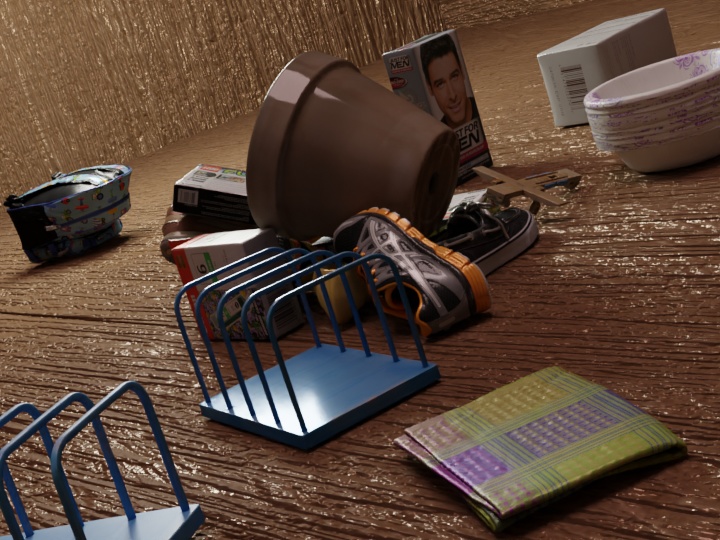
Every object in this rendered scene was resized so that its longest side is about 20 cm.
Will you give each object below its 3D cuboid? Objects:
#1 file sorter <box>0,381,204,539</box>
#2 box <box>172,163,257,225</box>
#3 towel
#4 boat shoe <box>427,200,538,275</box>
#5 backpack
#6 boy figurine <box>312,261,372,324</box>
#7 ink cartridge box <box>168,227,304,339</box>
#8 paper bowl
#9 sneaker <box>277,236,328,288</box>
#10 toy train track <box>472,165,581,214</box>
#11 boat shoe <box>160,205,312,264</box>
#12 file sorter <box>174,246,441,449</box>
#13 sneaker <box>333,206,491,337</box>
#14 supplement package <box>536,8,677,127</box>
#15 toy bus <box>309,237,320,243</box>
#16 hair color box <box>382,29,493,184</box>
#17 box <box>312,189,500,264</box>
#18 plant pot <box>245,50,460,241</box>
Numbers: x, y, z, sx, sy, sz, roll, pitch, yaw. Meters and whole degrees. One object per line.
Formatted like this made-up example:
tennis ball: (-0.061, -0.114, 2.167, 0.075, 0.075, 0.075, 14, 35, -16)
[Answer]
file sorter: (-0.238, 0.166, 0.951, 0.199, 0.124, 0.139, -12, 15, 22)
box: (-0.109, -0.083, 1.613, 0.198, 0.035, 0.110, 10, 18, 8)
towel: (0.115, 0.116, 0.932, 0.143, 0.023, 0.200, -21, 14, -14)
boat shoe: (0.119, -0.038, 1.447, 0.073, 0.069, 0.199, -5, 18, 44)
backpack: (-0.480, -0.105, 2.378, 0.199, 0.136, 0.183, -12, 14, 28)
boy figurine: (0.000, 0.000, 1.464, 0.123, 0.065, 0.200, -1, 18, 28)
ink cartridge box: (-0.154, 0.017, 1.498, 0.050, 0.110, 0.199, -28, 16, -39)
paper bowl: (0.371, -0.184, 1.625, 0.199, 0.105, 0.201, -17, 14, 4)
sneaker: (-0.106, 0.014, 1.582, 0.090, 0.071, 0.200, 14, -22, -33)
toy train track: (0.199, -0.089, 1.590, 0.114, 0.033, 0.199, 26, 24, 28)
boat shoe: (-0.144, -0.042, 1.652, 0.199, 0.072, 0.076, 10, -29, -31)
file sorter: (-0.055, 0.056, 1.184, 0.138, 0.124, 0.200, -24, 14, -28)
sneaker: (0.033, 0.002, 1.318, 0.077, 0.079, 0.199, -36, 38, -24)
supplement package: (0.379, -0.307, 2.085, 0.117, 0.118, 0.199, -4, 19, 46)
toy bus: (-0.050, -0.094, 1.803, 0.199, 0.136, 0.192, -6, 30, 32)
hair color box: (0.109, -0.222, 1.918, 0.060, 0.201, 0.099, -4, 19, 45)
box: (0.053, -0.047, 1.613, 0.199, 0.035, 0.110, -10, 16, 31)
plant pot: (0.004, -0.113, 1.441, 0.172, 0.201, 0.200, 17, 28, 23)
